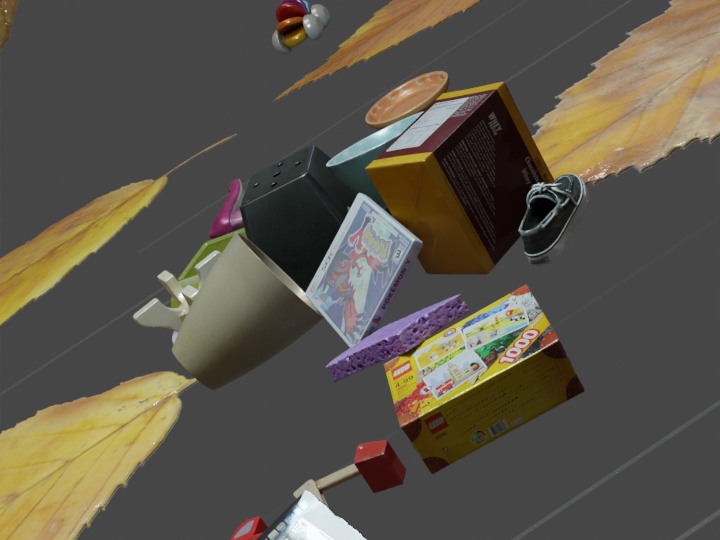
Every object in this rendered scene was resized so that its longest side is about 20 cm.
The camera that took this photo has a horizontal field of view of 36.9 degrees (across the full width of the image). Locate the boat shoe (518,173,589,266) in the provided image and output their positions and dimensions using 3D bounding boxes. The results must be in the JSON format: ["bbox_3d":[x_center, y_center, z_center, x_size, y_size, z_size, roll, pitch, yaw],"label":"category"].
[{"bbox_3d":[0.266,-0.090,1.516,0.073,0.068,0.200,-11,31,40],"label":"boat shoe"}]

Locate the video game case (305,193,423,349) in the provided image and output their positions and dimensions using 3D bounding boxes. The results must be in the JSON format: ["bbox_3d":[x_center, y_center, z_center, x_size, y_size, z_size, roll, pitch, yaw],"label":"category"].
[{"bbox_3d":[0.000,0.000,1.580,0.183,0.023,0.200,-62,32,10],"label":"video game case"}]

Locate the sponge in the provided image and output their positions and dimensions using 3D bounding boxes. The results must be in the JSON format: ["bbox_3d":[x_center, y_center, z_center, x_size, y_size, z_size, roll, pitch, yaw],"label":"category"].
[{"bbox_3d":[0.044,0.088,1.389,0.111,0.030,0.200,-30,1,-33],"label":"sponge"}]

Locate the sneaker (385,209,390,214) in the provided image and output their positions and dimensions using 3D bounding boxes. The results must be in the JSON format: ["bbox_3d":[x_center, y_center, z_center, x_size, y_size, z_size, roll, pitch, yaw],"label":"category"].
[{"bbox_3d":[0.054,-0.165,1.880,0.076,0.112,0.200,-12,30,38],"label":"sneaker"}]

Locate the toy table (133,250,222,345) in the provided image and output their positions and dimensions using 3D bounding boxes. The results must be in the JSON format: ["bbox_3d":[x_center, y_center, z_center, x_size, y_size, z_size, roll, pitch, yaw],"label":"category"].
[{"bbox_3d":[-0.286,0.066,1.845,0.184,0.118,0.199,-45,27,-27],"label":"toy table"}]

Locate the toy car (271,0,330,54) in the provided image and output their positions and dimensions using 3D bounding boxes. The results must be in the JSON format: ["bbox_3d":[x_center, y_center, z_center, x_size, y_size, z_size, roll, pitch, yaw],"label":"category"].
[{"bbox_3d":[-0.204,-0.792,3.410,0.174,0.151,0.201,-20,26,27],"label":"toy car"}]

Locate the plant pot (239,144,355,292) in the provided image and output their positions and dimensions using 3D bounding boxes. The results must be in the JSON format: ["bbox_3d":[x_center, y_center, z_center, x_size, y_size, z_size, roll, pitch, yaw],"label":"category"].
[{"bbox_3d":[-0.098,-0.094,1.848,0.198,0.178,0.201,-24,23,16],"label":"plant pot"}]

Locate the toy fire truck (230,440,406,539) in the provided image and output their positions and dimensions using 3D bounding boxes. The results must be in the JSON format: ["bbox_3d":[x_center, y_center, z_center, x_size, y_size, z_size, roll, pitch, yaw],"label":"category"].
[{"bbox_3d":[-0.054,0.274,1.219,0.198,0.049,0.141,-21,25,27],"label":"toy fire truck"}]

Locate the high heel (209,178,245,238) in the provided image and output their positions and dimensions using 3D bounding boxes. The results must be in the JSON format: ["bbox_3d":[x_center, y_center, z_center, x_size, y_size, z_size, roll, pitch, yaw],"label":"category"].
[{"bbox_3d":[-0.284,-0.131,2.301,0.095,0.068,0.201,-21,37,0],"label":"high heel"}]

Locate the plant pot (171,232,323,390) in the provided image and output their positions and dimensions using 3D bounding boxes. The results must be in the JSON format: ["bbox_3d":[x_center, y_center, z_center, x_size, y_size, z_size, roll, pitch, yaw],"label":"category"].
[{"bbox_3d":[-0.189,0.078,1.652,0.200,0.187,0.187,-46,23,1],"label":"plant pot"}]

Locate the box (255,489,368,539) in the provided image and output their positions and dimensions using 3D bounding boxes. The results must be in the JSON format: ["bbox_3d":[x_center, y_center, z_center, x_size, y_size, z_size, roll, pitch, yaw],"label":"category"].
[{"bbox_3d":[-0.068,0.335,1.055,0.200,0.050,0.157,-41,45,-20],"label":"box"}]

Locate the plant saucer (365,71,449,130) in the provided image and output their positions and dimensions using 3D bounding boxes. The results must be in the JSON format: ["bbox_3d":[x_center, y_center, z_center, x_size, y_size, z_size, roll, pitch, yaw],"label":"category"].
[{"bbox_3d":[0.104,-0.354,2.291,0.199,0.038,0.201,-26,23,12],"label":"plant saucer"}]

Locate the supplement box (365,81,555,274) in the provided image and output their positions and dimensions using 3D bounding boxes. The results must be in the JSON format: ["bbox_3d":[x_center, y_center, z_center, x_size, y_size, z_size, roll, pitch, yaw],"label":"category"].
[{"bbox_3d":[0.153,-0.132,1.576,0.200,0.198,0.132,-45,26,-29],"label":"supplement box"}]

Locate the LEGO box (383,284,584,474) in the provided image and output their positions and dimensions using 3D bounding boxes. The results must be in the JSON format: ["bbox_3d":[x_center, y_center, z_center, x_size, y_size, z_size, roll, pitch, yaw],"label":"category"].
[{"bbox_3d":[0.138,0.122,1.242,0.199,0.078,0.149,-30,23,6],"label":"LEGO box"}]

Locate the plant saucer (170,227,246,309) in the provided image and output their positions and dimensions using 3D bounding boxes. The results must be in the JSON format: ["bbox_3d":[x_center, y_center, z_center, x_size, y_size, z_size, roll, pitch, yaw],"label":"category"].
[{"bbox_3d":[-0.264,-0.017,2.070,0.198,0.048,0.201,-18,27,31],"label":"plant saucer"}]

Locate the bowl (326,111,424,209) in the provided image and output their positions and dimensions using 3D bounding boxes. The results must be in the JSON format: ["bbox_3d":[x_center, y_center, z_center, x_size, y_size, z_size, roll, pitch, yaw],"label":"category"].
[{"bbox_3d":[0.054,-0.171,1.758,0.199,0.106,0.201,-25,13,6],"label":"bowl"}]

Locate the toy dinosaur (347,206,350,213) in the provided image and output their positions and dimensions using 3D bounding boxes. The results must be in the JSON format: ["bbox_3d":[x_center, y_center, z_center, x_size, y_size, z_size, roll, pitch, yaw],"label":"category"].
[{"bbox_3d":[0.013,-0.014,1.683,0.199,0.102,0.137,14,77,43],"label":"toy dinosaur"}]
